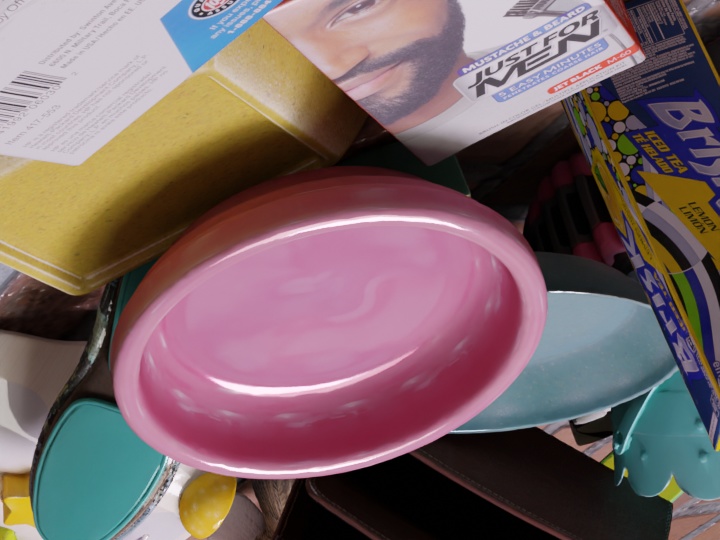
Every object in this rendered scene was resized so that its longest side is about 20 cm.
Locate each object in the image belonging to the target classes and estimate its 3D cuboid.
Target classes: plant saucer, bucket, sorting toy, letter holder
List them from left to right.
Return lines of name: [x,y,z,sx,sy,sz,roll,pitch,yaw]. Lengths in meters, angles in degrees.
sorting toy: [-0.177,0.091,1.264,0.179,0.107,0.200,24,135,-35]
plant saucer: [-0.100,-0.053,1.013,0.199,0.049,0.200,-27,159,15]
plant saucer: [-0.017,0.020,1.082,0.199,0.051,0.201,-10,143,-8]
letter holder: [0.060,0.154,1.337,0.101,0.199,0.142,-59,-177,29]
plant saucer: [0.069,0.034,1.232,0.198,0.036,0.200,-4,157,-2]
bucket: [0.231,0.039,1.337,0.205,0.136,0.207,-10,-174,1]

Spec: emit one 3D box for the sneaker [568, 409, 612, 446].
sneaker: [0.179,0.046,1.481,0.129,0.080,0.199,-24,157,1]

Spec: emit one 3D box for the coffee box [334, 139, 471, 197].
coffee box: [0.000,0.000,1.243,0.122,0.044,0.200,-19,159,-4]

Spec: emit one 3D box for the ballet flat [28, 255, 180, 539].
ballet flat: [-0.106,0.051,1.172,0.074,0.074,0.201,-2,132,-40]

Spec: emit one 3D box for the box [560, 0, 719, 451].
box: [0.155,-0.024,1.109,0.064,0.201,0.070,-20,159,-3]

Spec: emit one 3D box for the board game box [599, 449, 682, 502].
board game box: [0.121,0.174,1.485,0.200,0.048,0.102,-40,174,-14]

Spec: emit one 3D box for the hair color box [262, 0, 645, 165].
hair color box: [0.034,-0.117,0.964,0.110,0.064,0.200,-25,158,13]

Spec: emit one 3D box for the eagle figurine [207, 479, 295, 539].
eagle figurine: [-0.021,0.187,1.525,0.151,0.152,0.200,-49,180,10]

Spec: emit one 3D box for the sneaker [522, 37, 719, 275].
sneaker: [0.166,-0.037,1.237,0.095,0.080,0.200,19,140,-34]

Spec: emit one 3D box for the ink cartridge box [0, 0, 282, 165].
ink cartridge box: [-0.130,-0.113,0.784,0.146,0.086,0.199,-35,154,31]
